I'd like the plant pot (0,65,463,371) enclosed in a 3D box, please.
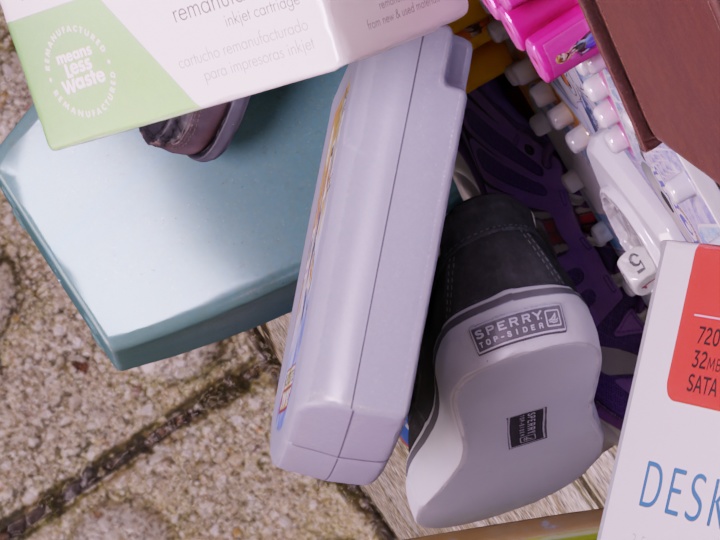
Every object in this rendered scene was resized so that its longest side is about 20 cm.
[{"bbox_3d":[-0.040,-0.055,1.122,0.142,0.199,0.141,57,173,4],"label":"plant pot"}]

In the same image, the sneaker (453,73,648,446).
[{"bbox_3d":[0.078,-0.022,0.974,0.201,0.080,0.083,56,164,-6],"label":"sneaker"}]

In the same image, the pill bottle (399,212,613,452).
[{"bbox_3d":[0.064,0.026,1.125,0.113,0.112,0.200,56,173,5],"label":"pill bottle"}]

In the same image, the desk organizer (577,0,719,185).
[{"bbox_3d":[0.075,-0.107,0.615,0.077,0.072,0.201,44,165,54],"label":"desk organizer"}]

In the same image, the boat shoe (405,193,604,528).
[{"bbox_3d":[0.046,0.034,0.948,0.200,0.068,0.057,96,158,-68],"label":"boat shoe"}]

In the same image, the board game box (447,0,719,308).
[{"bbox_3d":[0.082,-0.006,0.832,0.201,0.026,0.200,60,177,-5],"label":"board game box"}]

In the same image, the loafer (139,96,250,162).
[{"bbox_3d":[-0.061,-0.139,1.007,0.072,0.063,0.201,38,119,58],"label":"loafer"}]

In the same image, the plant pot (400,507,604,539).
[{"bbox_3d":[0.077,0.198,1.012,0.200,0.198,0.183,-135,41,-62],"label":"plant pot"}]

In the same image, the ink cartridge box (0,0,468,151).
[{"bbox_3d":[-0.059,-0.146,0.771,0.117,0.067,0.201,-13,98,39],"label":"ink cartridge box"}]

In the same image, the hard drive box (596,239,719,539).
[{"bbox_3d":[0.116,0.102,0.646,0.076,0.202,0.156,14,177,-25],"label":"hard drive box"}]

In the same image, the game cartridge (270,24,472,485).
[{"bbox_3d":[0.000,0.000,0.894,0.041,0.134,0.200,15,175,-3],"label":"game cartridge"}]
